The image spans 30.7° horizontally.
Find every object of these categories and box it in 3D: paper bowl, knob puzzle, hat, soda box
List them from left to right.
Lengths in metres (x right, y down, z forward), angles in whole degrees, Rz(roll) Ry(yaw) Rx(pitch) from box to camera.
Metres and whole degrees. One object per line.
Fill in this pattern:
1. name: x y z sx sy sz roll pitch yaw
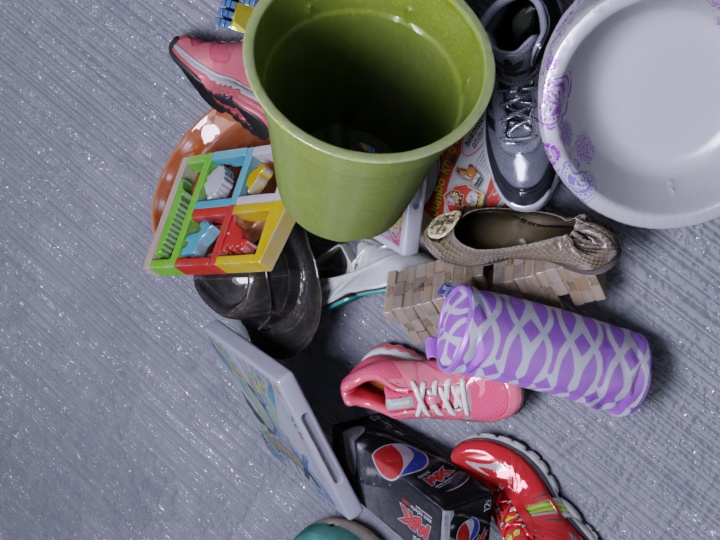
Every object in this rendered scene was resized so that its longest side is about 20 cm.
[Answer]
1. hat: -0.124 0.008 1.372 0.200 0.080 0.202 20 115 52
2. soda box: 0.048 0.217 1.323 0.200 0.063 0.071 29 124 51
3. knob puzzle: 0.090 -0.110 1.240 0.219 0.030 0.221 14 115 33
4. paper bowl: 0.240 -0.142 1.042 0.199 0.104 0.202 2 113 5

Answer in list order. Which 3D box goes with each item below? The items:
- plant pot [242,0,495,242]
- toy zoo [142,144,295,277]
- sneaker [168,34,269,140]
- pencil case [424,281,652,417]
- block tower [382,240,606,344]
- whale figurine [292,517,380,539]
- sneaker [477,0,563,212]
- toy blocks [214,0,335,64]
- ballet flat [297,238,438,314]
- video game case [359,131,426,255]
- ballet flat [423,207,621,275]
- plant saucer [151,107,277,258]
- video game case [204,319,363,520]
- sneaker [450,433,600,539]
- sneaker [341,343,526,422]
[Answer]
1. plant pot: -0.005 -0.121 1.101 0.200 0.200 0.190 44 153 16
2. toy zoo: -0.121 -0.059 1.272 0.199 0.020 0.132 -2 62 42
3. sneaker: -0.120 -0.204 1.345 0.200 0.087 0.074 38 169 43
4. pencil case: 0.158 0.075 1.161 0.199 0.084 0.086 16 139 -14
5. block tower: 0.122 0.014 1.204 0.199 0.054 0.058 -14 132 22
6. whale figurine: -0.027 0.378 1.452 0.158 0.104 0.201 6 109 35
7. sneaker: 0.131 -0.153 1.110 0.075 0.114 0.202 1 88 17
8. toy blocks: -0.067 -0.232 1.198 0.200 0.136 0.101 29 105 48
9. ballet flat: 0.000 0.000 1.327 0.199 0.069 0.070 -17 95 43
10. video game case: -0.001 -0.134 1.265 0.200 0.024 0.183 33 125 47
11. ballet flat: 0.136 -0.033 1.160 0.199 0.068 0.046 9 148 40
12. plant saucer: -0.133 -0.092 1.344 0.199 0.032 0.201 -23 50 29
13. video game case: -0.083 0.154 1.377 0.200 0.022 0.183 27 146 59
14. sneaker: 0.160 0.242 1.277 0.200 0.085 0.077 45 126 15
15. sneaker: 0.068 0.124 1.294 0.199 0.087 0.074 2 108 36
